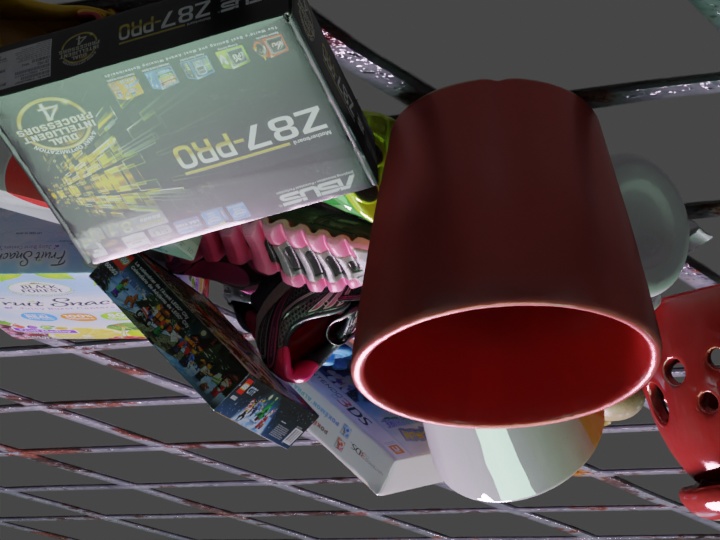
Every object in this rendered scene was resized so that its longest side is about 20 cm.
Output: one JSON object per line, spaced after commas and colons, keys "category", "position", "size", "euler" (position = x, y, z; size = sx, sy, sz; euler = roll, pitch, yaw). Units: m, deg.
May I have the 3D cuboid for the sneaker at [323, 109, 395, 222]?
{"category": "sneaker", "position": [-0.036, -0.084, 1.483], "size": [0.199, 0.074, 0.083], "euler": [20, 176, -37]}

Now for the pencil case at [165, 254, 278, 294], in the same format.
{"category": "pencil case", "position": [-0.056, -0.005, 1.670], "size": [0.199, 0.091, 0.094], "euler": [24, 149, -27]}

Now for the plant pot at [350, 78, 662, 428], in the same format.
{"category": "plant pot", "position": [0.092, -0.014, 1.419], "size": [0.199, 0.178, 0.201], "euler": [0, 153, 0]}

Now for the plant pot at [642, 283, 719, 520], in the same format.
{"category": "plant pot", "position": [0.320, 0.097, 1.715], "size": [0.199, 0.184, 0.200], "euler": [-9, 175, -1]}

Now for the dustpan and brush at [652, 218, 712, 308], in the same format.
{"category": "dustpan and brush", "position": [0.213, 0.004, 1.692], "size": [0.139, 0.057, 0.200], "euler": [-37, -169, 11]}

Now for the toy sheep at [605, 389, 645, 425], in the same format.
{"category": "toy sheep", "position": [0.156, 0.085, 1.923], "size": [0.199, 0.138, 0.138], "euler": [21, 164, -2]}

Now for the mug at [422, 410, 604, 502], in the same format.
{"category": "mug", "position": [0.111, 0.068, 1.762], "size": [0.149, 0.187, 0.154], "euler": [0, 135, 28]}

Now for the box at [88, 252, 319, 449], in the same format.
{"category": "box", "position": [-0.110, 0.057, 1.586], "size": [0.137, 0.038, 0.200], "euler": [46, -179, 17]}

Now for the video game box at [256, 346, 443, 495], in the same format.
{"category": "video game box", "position": [0.027, 0.119, 1.942], "size": [0.182, 0.047, 0.199], "euler": [42, -151, 30]}

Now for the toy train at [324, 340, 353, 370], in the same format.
{"category": "toy train", "position": [0.006, 0.037, 1.845], "size": [0.114, 0.087, 0.200], "euler": [0, 169, 12]}

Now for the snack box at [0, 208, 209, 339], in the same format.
{"category": "snack box", "position": [-0.224, 0.001, 1.698], "size": [0.168, 0.068, 0.200], "euler": [-1, 163, 13]}

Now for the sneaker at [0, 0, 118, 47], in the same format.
{"category": "sneaker", "position": [-0.148, -0.123, 1.349], "size": [0.199, 0.073, 0.077], "euler": [8, 155, -23]}

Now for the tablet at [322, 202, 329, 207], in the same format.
{"category": "tablet", "position": [0.006, -0.034, 1.738], "size": [0.199, 0.014, 0.130], "euler": [13, 162, -31]}

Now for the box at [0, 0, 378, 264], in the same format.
{"category": "box", "position": [-0.107, -0.091, 1.315], "size": [0.199, 0.049, 0.161], "euler": [-14, 141, 12]}

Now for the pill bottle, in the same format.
{"category": "pill bottle", "position": [0.137, -0.016, 1.586], "size": [0.104, 0.105, 0.200], "euler": [15, 161, -34]}

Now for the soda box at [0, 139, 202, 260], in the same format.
{"category": "soda box", "position": [-0.201, -0.067, 1.492], "size": [0.199, 0.064, 0.068], "euler": [15, 169, 20]}

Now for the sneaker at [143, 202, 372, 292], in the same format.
{"category": "sneaker", "position": [-0.069, -0.047, 1.553], "size": [0.199, 0.096, 0.079], "euler": [12, 148, 11]}

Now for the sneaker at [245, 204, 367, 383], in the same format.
{"category": "sneaker", "position": [0.000, 0.000, 1.592], "size": [0.080, 0.075, 0.200], "euler": [28, 111, -31]}

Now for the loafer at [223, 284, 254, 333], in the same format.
{"category": "loafer", "position": [-0.087, 0.022, 1.863], "size": [0.068, 0.071, 0.201], "euler": [4, 165, 4]}
